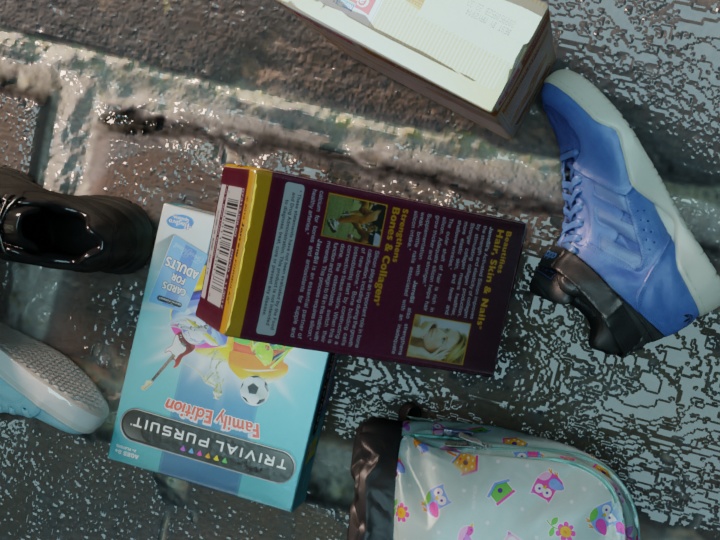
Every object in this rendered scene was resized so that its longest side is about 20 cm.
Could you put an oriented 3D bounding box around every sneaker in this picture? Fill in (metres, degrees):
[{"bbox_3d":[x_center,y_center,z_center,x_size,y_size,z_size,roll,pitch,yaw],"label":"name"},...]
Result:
[{"bbox_3d":[-0.287,0.090,0.916,0.200,0.074,0.082,28,99,20],"label":"sneaker"},{"bbox_3d":[0.156,-0.034,0.820,0.111,0.077,0.200,-32,92,1],"label":"sneaker"},{"bbox_3d":[-0.264,-0.039,0.895,0.199,0.091,0.076,6,95,12],"label":"sneaker"}]

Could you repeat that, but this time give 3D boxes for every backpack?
[{"bbox_3d":[0.091,0.184,0.815,0.199,0.127,0.167,3,89,8],"label":"backpack"}]

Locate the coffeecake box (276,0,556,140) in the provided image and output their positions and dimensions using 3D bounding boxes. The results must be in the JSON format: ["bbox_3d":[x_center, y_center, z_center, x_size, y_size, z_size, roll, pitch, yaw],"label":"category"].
[{"bbox_3d":[0.045,-0.159,0.776,0.153,0.200,0.073,29,97,8],"label":"coffeecake box"}]

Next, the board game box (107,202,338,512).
[{"bbox_3d":[-0.095,0.063,0.887,0.151,0.047,0.201,14,94,10],"label":"board game box"}]

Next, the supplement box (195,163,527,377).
[{"bbox_3d":[0.000,0.000,0.803,0.199,0.086,0.111,10,93,-22],"label":"supplement box"}]
